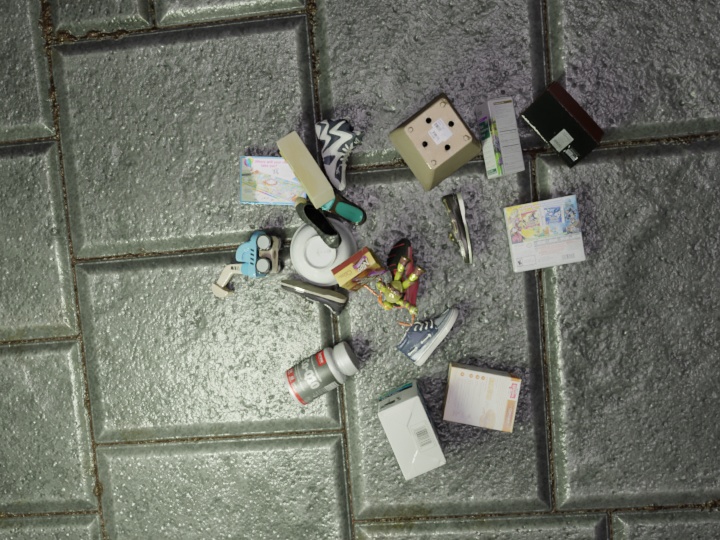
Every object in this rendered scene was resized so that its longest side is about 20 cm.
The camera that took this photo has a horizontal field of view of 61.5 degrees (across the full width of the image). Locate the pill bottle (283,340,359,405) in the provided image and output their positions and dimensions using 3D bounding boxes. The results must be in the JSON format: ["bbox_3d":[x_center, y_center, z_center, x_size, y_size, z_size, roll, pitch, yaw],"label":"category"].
[{"bbox_3d":[-0.110,0.291,1.737,0.198,0.114,0.115,-31,91,6],"label":"pill bottle"}]

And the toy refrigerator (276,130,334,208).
[{"bbox_3d":[-0.153,-0.275,1.668,0.069,0.076,0.201,-31,76,-4],"label":"toy refrigerator"}]

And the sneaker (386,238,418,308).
[{"bbox_3d":[0.127,0.012,1.727,0.073,0.086,0.203,-8,74,42],"label":"sneaker"}]

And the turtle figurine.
[{"bbox_3d":[0.095,0.042,1.643,0.200,0.064,0.163,39,104,38],"label":"turtle figurine"}]

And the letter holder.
[{"bbox_3d":[0.552,-0.401,1.648,0.200,0.142,0.101,47,128,0],"label":"letter holder"}]

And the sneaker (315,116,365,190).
[{"bbox_3d":[-0.040,-0.337,1.701,0.128,0.079,0.202,-16,83,14],"label":"sneaker"}]

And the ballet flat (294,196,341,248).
[{"bbox_3d":[-0.114,-0.142,1.673,0.066,0.057,0.200,-28,62,-31],"label":"ballet flat"}]

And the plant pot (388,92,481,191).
[{"bbox_3d":[0.204,-0.355,1.632,0.199,0.177,0.201,-36,91,7],"label":"plant pot"}]

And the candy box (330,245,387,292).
[{"bbox_3d":[0.000,0.000,1.661,0.116,0.200,0.057,-34,77,6],"label":"candy box"}]

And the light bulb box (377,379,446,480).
[{"bbox_3d":[0.140,0.434,1.684,0.123,0.200,0.201,-23,92,4],"label":"light bulb box"}]

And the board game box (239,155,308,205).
[{"bbox_3d":[-0.248,-0.258,1.748,0.197,0.034,0.137,3,95,5],"label":"board game box"}]

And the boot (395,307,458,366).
[{"bbox_3d":[0.189,0.170,1.722,0.090,0.073,0.201,35,97,-4],"label":"boot"}]

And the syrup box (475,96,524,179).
[{"bbox_3d":[0.380,-0.361,1.654,0.080,0.079,0.203,-13,94,-16],"label":"syrup box"}]

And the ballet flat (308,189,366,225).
[{"bbox_3d":[-0.068,-0.185,1.717,0.199,0.068,0.068,35,97,11],"label":"ballet flat"}]

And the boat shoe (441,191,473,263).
[{"bbox_3d":[0.273,-0.115,1.699,0.060,0.072,0.204,-11,86,10],"label":"boat shoe"}]

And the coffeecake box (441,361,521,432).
[{"bbox_3d":[0.342,0.359,1.724,0.197,0.073,0.156,10,95,4],"label":"coffeecake box"}]

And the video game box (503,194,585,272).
[{"bbox_3d":[0.512,-0.103,1.690,0.197,0.047,0.185,-10,95,5],"label":"video game box"}]

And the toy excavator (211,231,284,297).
[{"bbox_3d":[-0.331,-0.017,1.753,0.197,0.100,0.198,4,93,18],"label":"toy excavator"}]

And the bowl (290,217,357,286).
[{"bbox_3d":[-0.111,-0.051,1.724,0.198,0.090,0.205,0,95,5],"label":"bowl"}]

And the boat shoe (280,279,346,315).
[{"bbox_3d":[-0.141,0.079,1.746,0.197,0.073,0.064,17,106,-1],"label":"boat shoe"}]
